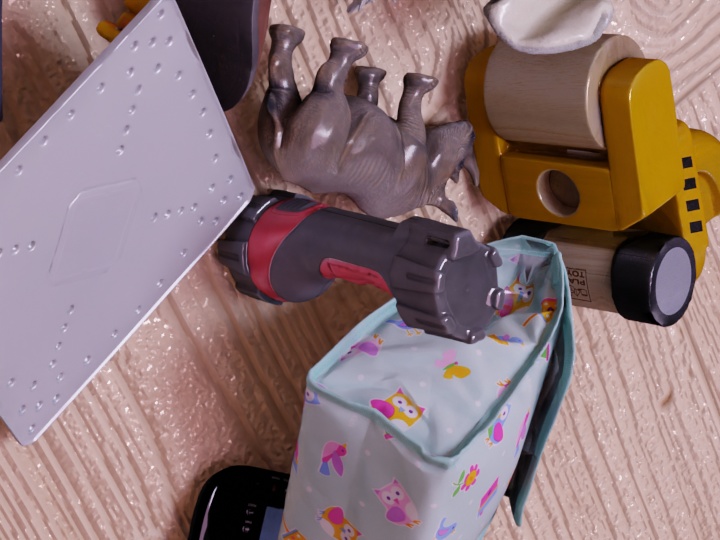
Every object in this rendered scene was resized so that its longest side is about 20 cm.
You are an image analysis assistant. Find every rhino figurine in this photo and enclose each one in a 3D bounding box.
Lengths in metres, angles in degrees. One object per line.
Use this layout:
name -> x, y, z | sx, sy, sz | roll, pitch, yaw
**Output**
rhino figurine -> 0.011, -0.076, 1.356 | 0.200, 0.060, 0.088 | 19, 82, -51

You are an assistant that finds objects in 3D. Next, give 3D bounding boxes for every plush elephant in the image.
plush elephant -> 0.088, -0.215, 1.311 | 0.154, 0.165, 0.200 | 3, 139, -30

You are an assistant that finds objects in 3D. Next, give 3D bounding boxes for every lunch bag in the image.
lunch bag -> 0.051, 0.088, 1.359 | 0.200, 0.122, 0.171 | -43, 155, -42

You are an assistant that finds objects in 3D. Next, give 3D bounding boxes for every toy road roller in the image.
toy road roller -> 0.161, -0.070, 1.444 | 0.146, 0.123, 0.201 | -37, 125, -41

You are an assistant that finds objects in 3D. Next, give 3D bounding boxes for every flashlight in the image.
flashlight -> 0.000, 0.000, 1.280 | 0.068, 0.200, 0.068 | 30, 82, -39

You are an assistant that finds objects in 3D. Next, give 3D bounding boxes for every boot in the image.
boot -> -0.047, -0.207, 1.267 | 0.189, 0.068, 0.200 | 90, 24, -46

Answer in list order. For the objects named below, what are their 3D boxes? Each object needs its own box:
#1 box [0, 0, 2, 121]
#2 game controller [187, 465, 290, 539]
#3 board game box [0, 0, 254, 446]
box -> -0.238, -0.140, 1.050 | 0.104, 0.200, 0.183 | 5, 106, 6
game controller -> -0.028, 0.183, 1.416 | 0.200, 0.042, 0.105 | 17, 93, -40
board game box -> -0.149, -0.026, 1.219 | 0.200, 0.026, 0.200 | -49, 153, -16
